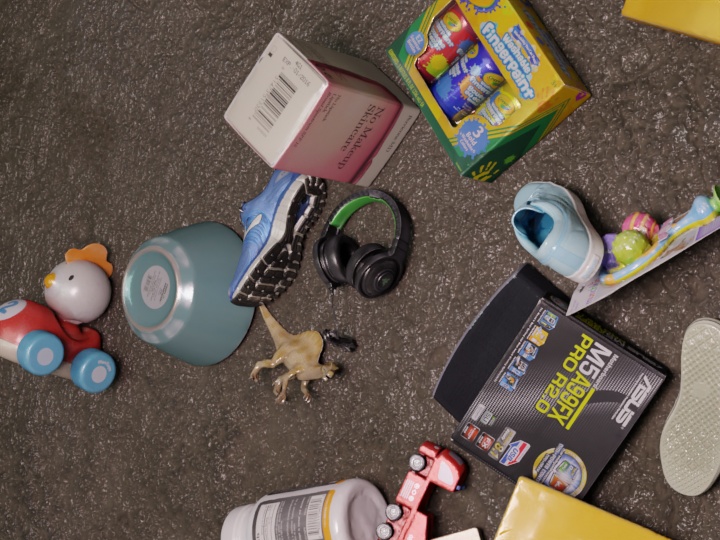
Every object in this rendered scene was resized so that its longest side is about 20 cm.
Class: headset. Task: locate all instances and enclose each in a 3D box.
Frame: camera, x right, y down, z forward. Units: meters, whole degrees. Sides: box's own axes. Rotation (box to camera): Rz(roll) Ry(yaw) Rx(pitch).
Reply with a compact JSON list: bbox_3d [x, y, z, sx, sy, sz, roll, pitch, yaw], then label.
[{"bbox_3d":[0.000,0.000,1.716,0.123,0.094,0.201,15,80,40],"label":"headset"}]

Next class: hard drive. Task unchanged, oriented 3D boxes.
[{"bbox_3d":[0.171,0.105,1.584,0.135,0.042,0.200,43,111,30],"label":"hard drive"}]

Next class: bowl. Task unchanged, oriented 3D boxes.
[{"bbox_3d":[-0.249,0.029,1.855,0.200,0.105,0.202,-4,84,39],"label":"bowl"}]

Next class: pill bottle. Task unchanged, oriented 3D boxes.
[{"bbox_3d":[-0.069,0.327,1.697,0.200,0.116,0.117,-16,77,35],"label":"pill bottle"}]

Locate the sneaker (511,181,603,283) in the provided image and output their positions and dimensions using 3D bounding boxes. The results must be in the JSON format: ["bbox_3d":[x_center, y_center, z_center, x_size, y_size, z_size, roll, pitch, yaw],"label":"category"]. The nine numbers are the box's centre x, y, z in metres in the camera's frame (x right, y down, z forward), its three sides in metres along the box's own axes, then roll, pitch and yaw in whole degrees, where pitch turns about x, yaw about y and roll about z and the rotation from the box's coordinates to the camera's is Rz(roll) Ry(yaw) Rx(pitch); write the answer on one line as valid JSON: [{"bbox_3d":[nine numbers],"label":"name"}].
[{"bbox_3d":[0.200,-0.060,1.508,0.074,0.082,0.200,-57,24,12],"label":"sneaker"}]

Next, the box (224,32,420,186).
[{"bbox_3d":[-0.044,-0.191,1.668,0.109,0.200,0.128,46,112,29],"label":"box"}]

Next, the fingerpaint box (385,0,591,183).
[{"bbox_3d":[0.146,-0.234,1.612,0.167,0.073,0.200,-40,65,27],"label":"fingerpaint box"}]

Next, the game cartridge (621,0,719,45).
[{"bbox_3d":[0.398,-0.331,1.466,0.200,0.032,0.177,25,101,32],"label":"game cartridge"}]

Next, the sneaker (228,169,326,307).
[{"bbox_3d":[-0.121,-0.045,1.799,0.089,0.078,0.200,31,96,41],"label":"sneaker"}]

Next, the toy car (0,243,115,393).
[{"bbox_3d":[-0.431,0.047,1.964,0.184,0.177,0.201,17,83,47],"label":"toy car"}]

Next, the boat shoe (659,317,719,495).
[{"bbox_3d":[0.362,0.141,1.434,0.074,0.062,0.201,14,110,31],"label":"boat shoe"}]

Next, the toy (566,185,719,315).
[{"bbox_3d":[0.300,-0.035,1.456,0.200,0.115,0.047,-29,101,29],"label":"toy"}]

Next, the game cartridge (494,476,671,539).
[{"bbox_3d":[0.230,0.340,1.462,0.199,0.032,0.177,22,84,12],"label":"game cartridge"}]

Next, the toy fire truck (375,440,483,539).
[{"bbox_3d":[0.093,0.318,1.610,0.141,0.049,0.200,26,90,16],"label":"toy fire truck"}]

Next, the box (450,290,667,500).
[{"bbox_3d":[0.217,0.148,1.511,0.160,0.044,0.200,34,107,8],"label":"box"}]

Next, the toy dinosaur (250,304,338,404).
[{"bbox_3d":[-0.092,0.115,1.781,0.101,0.058,0.200,-52,45,1],"label":"toy dinosaur"}]
